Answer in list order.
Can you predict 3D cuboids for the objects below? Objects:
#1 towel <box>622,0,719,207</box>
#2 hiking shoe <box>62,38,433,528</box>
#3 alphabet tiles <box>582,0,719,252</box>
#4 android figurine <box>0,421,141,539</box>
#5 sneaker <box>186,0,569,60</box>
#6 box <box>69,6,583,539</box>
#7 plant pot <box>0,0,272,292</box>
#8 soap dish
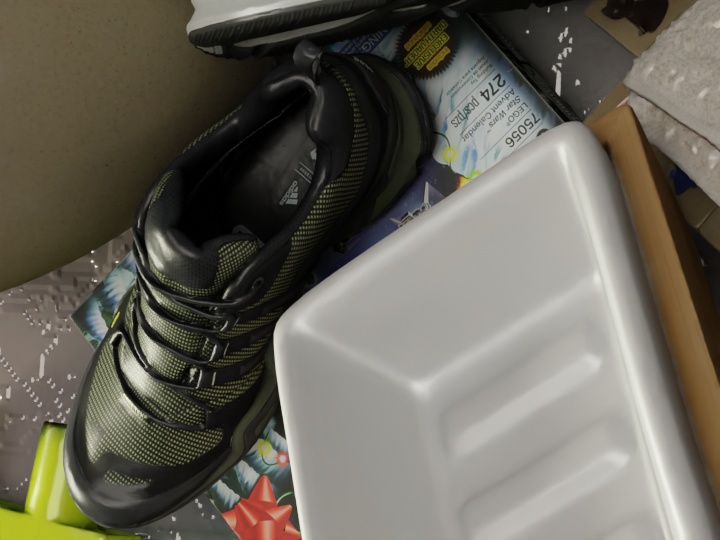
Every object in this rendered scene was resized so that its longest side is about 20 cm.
[{"bbox_3d":[0.189,-0.088,0.788,0.200,0.034,0.133,-46,53,4],"label":"towel"},{"bbox_3d":[-0.060,0.003,0.861,0.076,0.101,0.201,35,99,25],"label":"hiking shoe"},{"bbox_3d":[0.171,-0.074,0.818,0.167,0.006,0.200,-48,52,3],"label":"alphabet tiles"},{"bbox_3d":[-0.156,0.154,0.970,0.181,0.041,0.202,9,89,25],"label":"android figurine"},{"bbox_3d":[0.029,-0.149,0.836,0.199,0.076,0.116,-11,84,-5],"label":"sneaker"},{"bbox_3d":[0.000,0.000,0.912,0.200,0.040,0.137,-46,70,14],"label":"box"},{"bbox_3d":[-0.108,-0.098,0.906,0.134,0.200,0.202,-11,79,-14],"label":"plant pot"},{"bbox_3d":[0.056,0.068,0.771,0.157,0.081,0.201,-34,47,25],"label":"soap dish"}]
